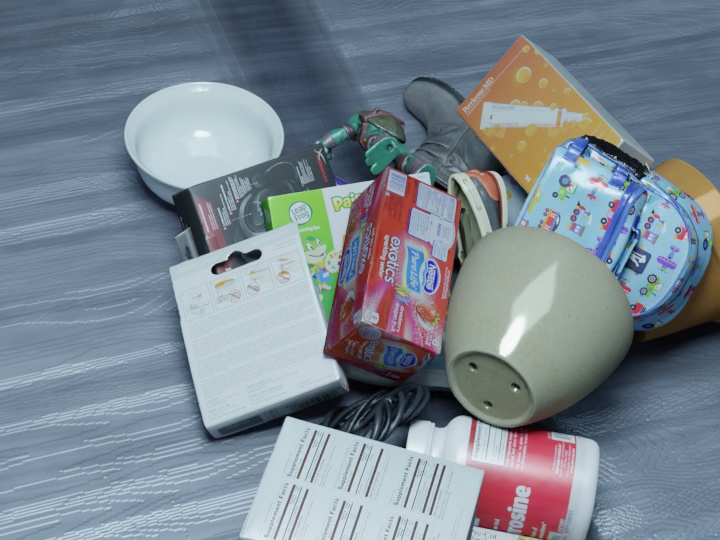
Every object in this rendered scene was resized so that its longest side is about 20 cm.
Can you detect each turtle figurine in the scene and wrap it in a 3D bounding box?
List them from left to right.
[{"bbox_3d":[0.014,-0.150,1.836,0.148,0.102,0.200,13,11,-25],"label":"turtle figurine"}]

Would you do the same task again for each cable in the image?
[{"bbox_3d":[-0.001,0.162,1.563,0.199,0.163,0.051,-33,90,-46],"label":"cable"}]

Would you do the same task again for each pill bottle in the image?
[{"bbox_3d":[0.142,0.214,1.548,0.197,0.113,0.113,10,46,4],"label":"pill bottle"}]

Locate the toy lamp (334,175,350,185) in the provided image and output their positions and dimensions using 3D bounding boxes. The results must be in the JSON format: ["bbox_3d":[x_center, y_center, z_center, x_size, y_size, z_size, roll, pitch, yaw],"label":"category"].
[{"bbox_3d":[0.014,-0.044,1.822,0.058,0.059,0.200,-26,57,-27],"label":"toy lamp"}]

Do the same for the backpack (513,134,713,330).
[{"bbox_3d":[0.273,-0.029,1.607,0.199,0.184,0.134,33,12,11],"label":"backpack"}]

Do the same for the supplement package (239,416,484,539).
[{"bbox_3d":[-0.002,0.275,1.419,0.198,0.193,0.148,14,47,9],"label":"supplement package"}]

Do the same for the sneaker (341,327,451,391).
[{"bbox_3d":[0.063,0.090,1.668,0.197,0.074,0.083,6,80,-13],"label":"sneaker"}]

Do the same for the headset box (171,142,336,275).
[{"bbox_3d":[-0.118,-0.047,1.742,0.198,0.077,0.151,-21,95,-23],"label":"headset box"}]

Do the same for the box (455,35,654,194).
[{"bbox_3d":[0.229,-0.160,1.765,0.097,0.125,0.200,20,27,-54],"label":"box"}]

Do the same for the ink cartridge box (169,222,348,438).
[{"bbox_3d":[-0.115,0.066,1.642,0.160,0.050,0.202,-20,62,6],"label":"ink cartridge box"}]

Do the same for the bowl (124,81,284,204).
[{"bbox_3d":[-0.195,-0.139,1.865,0.198,0.091,0.203,3,46,-3],"label":"bowl"}]

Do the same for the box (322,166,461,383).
[{"bbox_3d":[0.036,0.005,1.607,0.099,0.095,0.202,22,57,-19],"label":"box"}]

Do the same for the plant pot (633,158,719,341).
[{"bbox_3d":[0.353,-0.009,1.743,0.139,0.201,0.201,-29,54,-10],"label":"plant pot"}]

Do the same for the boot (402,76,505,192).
[{"bbox_3d":[0.094,-0.170,1.944,0.131,0.070,0.200,-34,53,-26],"label":"boot"}]

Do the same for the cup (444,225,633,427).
[{"bbox_3d":[0.163,0.077,1.538,0.199,0.202,0.143,25,47,18],"label":"cup"}]

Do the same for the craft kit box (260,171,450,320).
[{"bbox_3d":[0.000,0.000,1.708,0.197,0.048,0.200,-10,85,-15],"label":"craft kit box"}]

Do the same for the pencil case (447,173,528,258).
[{"bbox_3d":[0.150,-0.064,1.832,0.198,0.091,0.084,-19,64,-22],"label":"pencil case"}]

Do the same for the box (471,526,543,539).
[{"bbox_3d":[0.180,0.301,1.520,0.197,0.039,0.042,11,47,4],"label":"box"}]

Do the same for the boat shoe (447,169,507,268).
[{"bbox_3d":[0.141,-0.017,1.738,0.062,0.203,0.071,-5,-2,-40],"label":"boat shoe"}]
